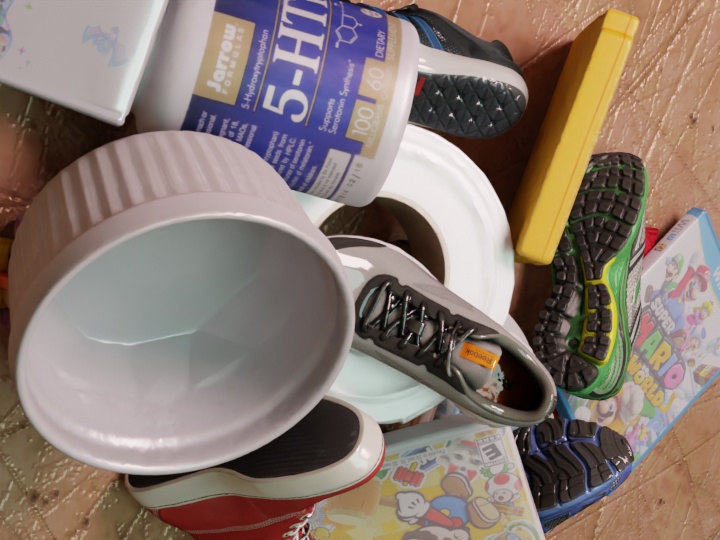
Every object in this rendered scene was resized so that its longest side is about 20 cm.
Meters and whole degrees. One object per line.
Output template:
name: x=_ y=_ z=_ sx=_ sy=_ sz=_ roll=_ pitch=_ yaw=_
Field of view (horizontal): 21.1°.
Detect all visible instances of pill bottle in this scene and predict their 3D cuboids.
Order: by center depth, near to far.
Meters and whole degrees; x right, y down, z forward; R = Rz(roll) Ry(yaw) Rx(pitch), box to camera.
pill bottle: x=-0.075 y=-0.120 z=1.175 sx=0.199 sy=0.120 sz=0.120 roll=14 pitch=95 yaw=-12

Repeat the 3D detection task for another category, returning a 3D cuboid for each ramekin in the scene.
ramekin: x=-0.111 y=0.013 z=1.124 sx=0.199 sy=0.105 sz=0.201 roll=-11 pitch=133 yaw=-12

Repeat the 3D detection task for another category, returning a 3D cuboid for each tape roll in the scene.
tape roll: x=0.000 y=0.000 z=1.295 sx=0.201 sy=0.071 sz=0.204 roll=-1 pitch=94 yaw=-18

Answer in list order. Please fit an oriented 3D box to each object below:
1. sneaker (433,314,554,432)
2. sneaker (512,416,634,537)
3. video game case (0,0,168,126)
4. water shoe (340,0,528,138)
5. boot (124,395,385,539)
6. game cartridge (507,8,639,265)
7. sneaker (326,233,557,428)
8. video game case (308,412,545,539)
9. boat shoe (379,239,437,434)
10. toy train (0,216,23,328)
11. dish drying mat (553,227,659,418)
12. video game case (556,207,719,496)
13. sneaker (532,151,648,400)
sneaker: x=0.082 y=0.083 z=1.432 sx=0.082 sy=0.074 sz=0.200 roll=-46 pitch=126 yaw=-23
sneaker: x=0.120 y=0.172 z=1.443 sx=0.078 sy=0.199 sz=0.076 roll=29 pitch=41 yaw=-45
video game case: x=-0.197 y=-0.200 z=1.085 sx=0.199 sy=0.024 sz=0.183 roll=20 pitch=90 yaw=-9
water shoe: x=0.018 y=-0.146 z=1.319 sx=0.199 sy=0.079 sz=0.072 roll=19 pitch=123 yaw=-19
boot: x=-0.040 y=0.155 z=1.277 sx=0.144 sy=0.199 sz=0.073 roll=48 pitch=45 yaw=-32
game cartridge: x=0.145 y=-0.089 z=1.368 sx=0.032 sy=0.200 sz=0.177 roll=20 pitch=91 yaw=-2
sneaker: x=0.045 y=0.038 z=1.234 sx=0.200 sy=0.079 sz=0.074 roll=30 pitch=86 yaw=-16
video game case: x=0.029 y=0.196 z=1.381 sx=0.199 sy=0.023 sz=0.183 roll=-15 pitch=119 yaw=7
boat shoe: x=0.014 y=0.079 z=1.377 sx=0.071 sy=0.076 sz=0.201 roll=-4 pitch=104 yaw=-36
toy train: x=-0.216 y=0.055 z=1.193 sx=0.199 sy=0.056 sz=0.151 roll=-28 pitch=119 yaw=-30
dish drying mat: x=0.193 y=0.061 z=1.552 sx=0.077 sy=0.018 sz=0.201 roll=6 pitch=100 yaw=-40
video game case: x=0.235 y=0.066 z=1.564 sx=0.200 sy=0.018 sz=0.143 roll=-44 pitch=126 yaw=-22
sneaker: x=0.180 y=0.003 z=1.479 sx=0.085 sy=0.078 sz=0.201 roll=40 pitch=59 yaw=-57
